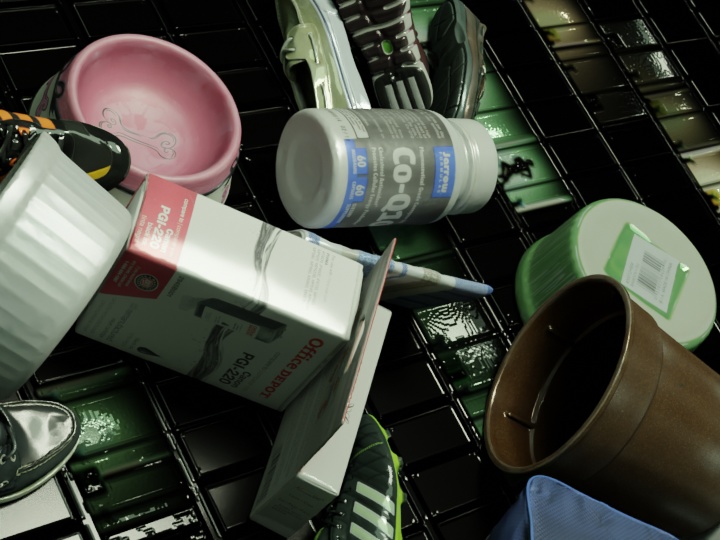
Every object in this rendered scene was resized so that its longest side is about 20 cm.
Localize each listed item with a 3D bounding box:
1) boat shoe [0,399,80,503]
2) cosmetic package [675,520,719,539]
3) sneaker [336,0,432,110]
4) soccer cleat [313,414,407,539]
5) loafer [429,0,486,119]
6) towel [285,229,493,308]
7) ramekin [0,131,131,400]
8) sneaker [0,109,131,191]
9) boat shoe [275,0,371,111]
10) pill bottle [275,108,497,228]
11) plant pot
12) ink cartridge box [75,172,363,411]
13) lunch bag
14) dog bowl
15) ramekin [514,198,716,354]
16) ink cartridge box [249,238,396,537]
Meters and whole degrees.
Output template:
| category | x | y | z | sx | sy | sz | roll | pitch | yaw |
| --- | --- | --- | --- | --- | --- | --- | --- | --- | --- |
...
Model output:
| category | x | y | z | sx | sy | sz | roll | pitch | yaw |
| --- | --- | --- | --- | --- | --- | --- | --- | --- | --- |
| boat shoe | -0.290 | 0.132 | 1.108 | 0.198 | 0.066 | 0.075 | -10 | 64 | -37 |
| cosmetic package | 0.385 | 0.303 | 1.349 | 0.167 | 0.166 | 0.201 | 30 | 46 | -10 |
| sneaker | 0.026 | -0.257 | 1.556 | 0.116 | 0.075 | 0.201 | -68 | 144 | -75 |
| soccer cleat | -0.004 | 0.209 | 1.241 | 0.081 | 0.068 | 0.201 | 4 | 56 | -15 |
| loafer | 0.116 | -0.216 | 1.620 | 0.063 | 0.072 | 0.201 | 23 | 47 | -25 |
| towel | 0.000 | 0.000 | 1.341 | 0.199 | 0.147 | 0.024 | 14 | 78 | -27 |
| ramekin | -0.262 | 0.003 | 1.134 | 0.098 | 0.200 | 0.201 | 37 | 46 | -14 |
| sneaker | -0.291 | -0.098 | 1.223 | 0.199 | 0.090 | 0.070 | 10 | 93 | -4 |
| boat shoe | -0.048 | -0.216 | 1.512 | 0.062 | 0.072 | 0.201 | -11 | 66 | -31 |
| pill bottle | 0.028 | -0.100 | 1.446 | 0.199 | 0.114 | 0.114 | -4 | 61 | -34 |
| plant pot | 0.253 | 0.137 | 1.377 | 0.198 | 0.200 | 0.201 | 30 | 47 | -21 |
| ink cartridge box | -0.118 | 0.023 | 1.241 | 0.199 | 0.146 | 0.085 | 21 | 52 | -17 |
| lunch bag | 0.188 | 0.286 | 1.262 | 0.199 | 0.133 | 0.136 | 27 | 32 | -12 |
| dog bowl | -0.197 | -0.129 | 1.351 | 0.199 | 0.074 | 0.201 | 17 | 52 | -22 |
| ramekin | 0.266 | 0.024 | 1.519 | 0.199 | 0.098 | 0.201 | 17 | 51 | -22 |
| ink cartridge box | -0.015 | 0.098 | 1.233 | 0.045 | 0.176 | 0.201 | 28 | 48 | -12 |
